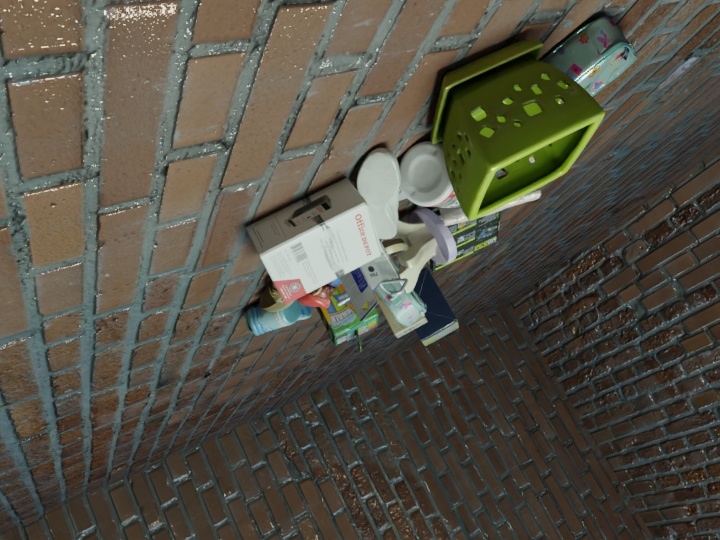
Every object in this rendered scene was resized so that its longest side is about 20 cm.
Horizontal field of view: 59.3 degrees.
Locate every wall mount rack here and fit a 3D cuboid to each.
[{"bbox_3d":[0.000,0.000,1.346,0.174,0.200,0.075,-10,-147,40],"label":"wall mount rack"}]

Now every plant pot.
[{"bbox_3d":[0.221,-0.224,0.985,0.199,0.182,0.200,-26,165,-8],"label":"plant pot"}]

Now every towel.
[{"bbox_3d":[0.263,-0.153,1.340,0.200,0.032,0.191,-18,-163,8],"label":"towel"}]

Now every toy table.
[{"bbox_3d":[0.116,-0.055,1.388,0.117,0.184,0.200,-26,-172,-12],"label":"toy table"}]

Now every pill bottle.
[{"bbox_3d":[0.166,-0.173,1.180,0.114,0.114,0.200,-38,163,30],"label":"pill bottle"}]

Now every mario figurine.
[{"bbox_3d":[-0.074,-0.002,1.432,0.200,0.106,0.123,-42,126,10],"label":"mario figurine"}]

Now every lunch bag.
[{"bbox_3d":[0.376,-0.337,1.092,0.200,0.077,0.160,-37,163,29],"label":"lunch bag"},{"bbox_3d":[0.077,0.039,1.516,0.077,0.200,0.160,-38,162,2],"label":"lunch bag"}]

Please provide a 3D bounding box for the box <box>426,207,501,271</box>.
[{"bbox_3d":[0.252,-0.110,1.544,0.200,0.048,0.193,-25,143,-15],"label":"box"}]

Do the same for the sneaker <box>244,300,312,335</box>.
[{"bbox_3d":[-0.200,0.099,1.509,0.130,0.080,0.200,-18,178,17],"label":"sneaker"}]

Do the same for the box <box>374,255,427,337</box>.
[{"bbox_3d":[0.086,0.064,1.642,0.095,0.200,0.078,-30,165,3],"label":"box"}]

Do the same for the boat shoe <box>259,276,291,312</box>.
[{"bbox_3d":[-0.161,0.026,1.348,0.066,0.074,0.200,12,141,-44],"label":"boat shoe"}]

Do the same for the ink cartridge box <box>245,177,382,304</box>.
[{"bbox_3d":[-0.078,-0.051,1.113,0.200,0.083,0.147,-27,141,-7],"label":"ink cartridge box"}]

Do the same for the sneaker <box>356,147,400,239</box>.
[{"bbox_3d":[0.039,-0.152,1.127,0.075,0.089,0.200,9,142,9],"label":"sneaker"}]

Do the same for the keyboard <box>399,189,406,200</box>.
[{"bbox_3d":[0.150,-0.182,1.328,0.200,0.011,0.056,-21,168,-26],"label":"keyboard"}]

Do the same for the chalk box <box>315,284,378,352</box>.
[{"bbox_3d":[-0.033,0.102,1.553,0.124,0.200,0.125,-26,165,-9],"label":"chalk box"}]

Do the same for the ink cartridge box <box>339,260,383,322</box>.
[{"bbox_3d":[-0.012,-0.008,1.233,0.039,0.200,0.099,-17,162,-28],"label":"ink cartridge box"}]

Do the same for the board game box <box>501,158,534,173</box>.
[{"bbox_3d":[0.365,-0.270,1.370,0.151,0.037,0.200,-35,165,22],"label":"board game box"}]

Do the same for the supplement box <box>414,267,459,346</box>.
[{"bbox_3d":[0.217,0.125,2.077,0.134,0.200,0.200,-29,164,3],"label":"supplement box"}]
